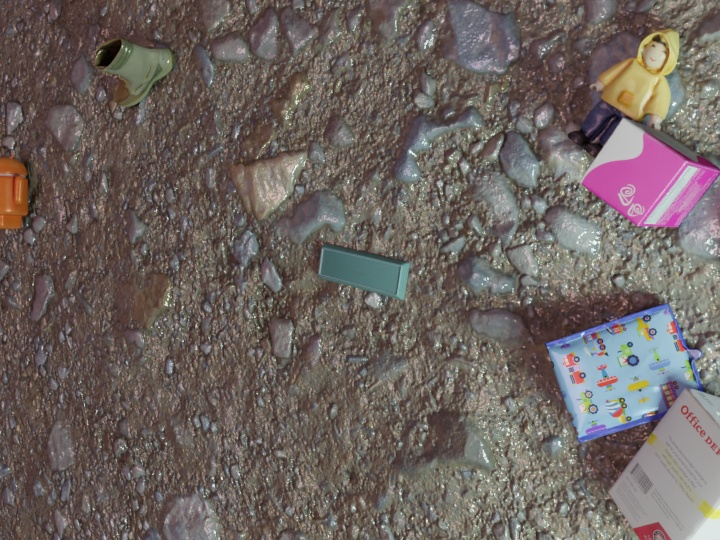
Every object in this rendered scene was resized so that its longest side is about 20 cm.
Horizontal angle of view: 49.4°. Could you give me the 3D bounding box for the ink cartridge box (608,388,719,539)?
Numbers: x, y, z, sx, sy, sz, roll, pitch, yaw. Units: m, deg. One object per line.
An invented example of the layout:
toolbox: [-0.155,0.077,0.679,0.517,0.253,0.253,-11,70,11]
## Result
ink cartridge box: [0.449,0.284,1.052,0.201,0.083,0.146,-64,26,24]

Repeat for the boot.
boot: [-0.528,-0.440,1.736,0.199,0.154,0.073,-29,75,32]

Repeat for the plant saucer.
plant saucer: [0.000,0.000,1.452,0.199,0.019,0.071,14,99,36]

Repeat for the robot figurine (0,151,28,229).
robot figurine: [-0.939,-0.210,2.064,0.144,0.115,0.202,-173,83,-73]

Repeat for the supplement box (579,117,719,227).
supplement box: [0.393,-0.127,1.052,0.101,0.199,0.104,44,115,26]

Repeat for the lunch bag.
lunch bag: [0.393,0.146,1.138,0.199,0.094,0.152,-23,76,25]

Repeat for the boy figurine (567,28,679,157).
boy figurine: [0.395,-0.253,1.132,0.125,0.064,0.201,50,120,27]
